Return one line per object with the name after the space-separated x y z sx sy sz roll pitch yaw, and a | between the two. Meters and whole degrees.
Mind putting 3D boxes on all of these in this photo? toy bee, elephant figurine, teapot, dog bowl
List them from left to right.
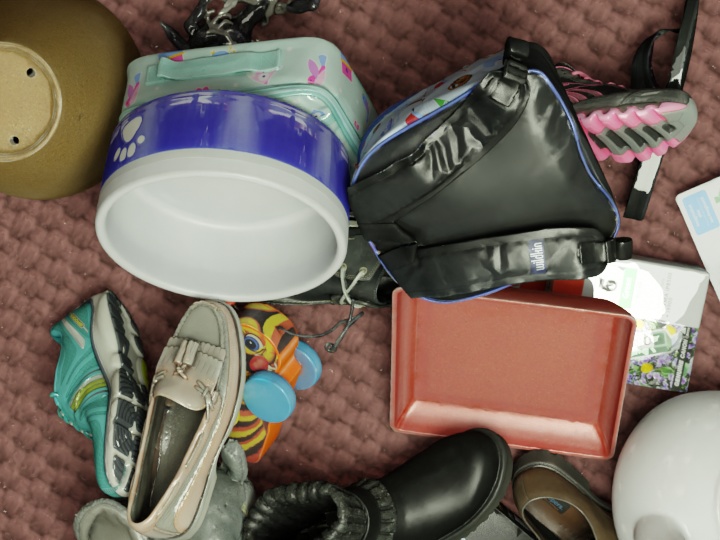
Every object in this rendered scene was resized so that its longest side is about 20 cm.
-0.188 0.234 1.646 0.199 0.142 0.156 3 67 17 | elephant figurine
-0.107 -0.056 1.519 0.199 0.200 0.079 6 61 -2 | dog bowl
-0.083 0.068 1.623 0.109 0.131 0.200 37 111 4 | toy bee
0.323 0.193 1.609 0.197 0.146 0.201 29 73 -27 | teapot

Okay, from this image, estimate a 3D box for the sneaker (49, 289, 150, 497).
-0.219 0.111 1.615 0.079 0.200 0.078 -25 140 11 | sneaker

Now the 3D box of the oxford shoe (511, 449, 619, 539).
0.210 0.246 1.666 0.200 0.085 0.073 33 116 -10 | oxford shoe

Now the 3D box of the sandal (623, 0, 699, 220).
0.247 -0.143 1.628 0.048 0.075 0.201 16 97 6 | sandal

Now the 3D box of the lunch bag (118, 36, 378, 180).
-0.095 -0.120 1.563 0.199 0.160 0.077 -6 60 17 | lunch bag

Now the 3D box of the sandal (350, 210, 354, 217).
0.005 -0.075 1.646 0.199 0.043 0.076 -10 98 0 | sandal

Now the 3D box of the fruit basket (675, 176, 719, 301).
0.398 -0.020 1.639 0.199 0.094 0.186 -23 98 5 | fruit basket

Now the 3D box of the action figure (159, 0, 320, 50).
-0.088 -0.210 1.598 0.119 0.102 0.200 37 94 -17 | action figure

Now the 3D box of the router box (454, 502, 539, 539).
0.101 0.317 1.695 0.157 0.052 0.200 41 95 -7 | router box

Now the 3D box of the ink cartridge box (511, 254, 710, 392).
0.194 0.035 1.661 0.199 0.050 0.109 10 98 -3 | ink cartridge box

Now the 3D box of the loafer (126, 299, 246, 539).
-0.144 0.120 1.550 0.072 0.063 0.201 9 86 30 | loafer

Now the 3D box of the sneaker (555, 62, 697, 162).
0.184 -0.139 1.602 0.199 0.079 0.096 -6 59 23 | sneaker

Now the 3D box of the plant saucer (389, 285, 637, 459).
0.126 0.078 1.615 0.199 0.037 0.200 7 139 6 | plant saucer

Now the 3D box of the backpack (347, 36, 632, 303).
0.089 -0.073 1.508 0.190 0.154 0.201 -25 106 9 | backpack

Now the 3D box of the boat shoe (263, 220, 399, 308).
0.000 0.000 1.639 0.199 0.068 0.072 -5 120 1 | boat shoe

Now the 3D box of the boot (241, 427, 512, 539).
0.017 0.195 1.612 0.211 0.158 0.080 -40 55 11 | boot

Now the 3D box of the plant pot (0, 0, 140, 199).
-0.276 -0.143 1.553 0.186 0.200 0.187 0 97 -1 | plant pot
